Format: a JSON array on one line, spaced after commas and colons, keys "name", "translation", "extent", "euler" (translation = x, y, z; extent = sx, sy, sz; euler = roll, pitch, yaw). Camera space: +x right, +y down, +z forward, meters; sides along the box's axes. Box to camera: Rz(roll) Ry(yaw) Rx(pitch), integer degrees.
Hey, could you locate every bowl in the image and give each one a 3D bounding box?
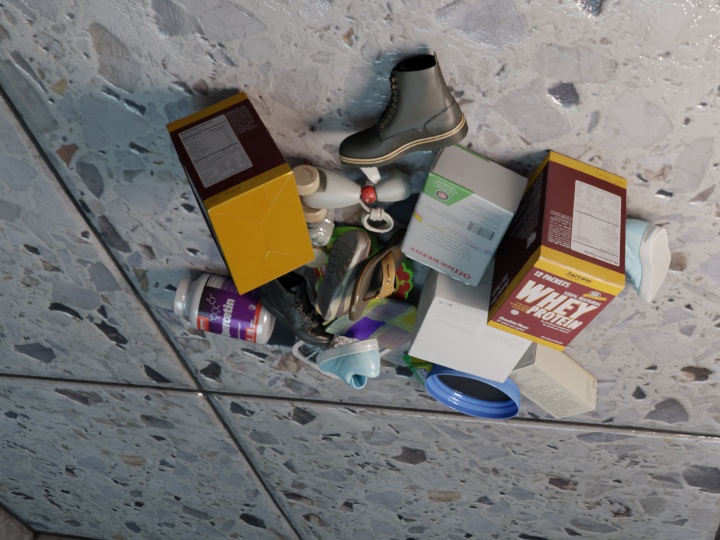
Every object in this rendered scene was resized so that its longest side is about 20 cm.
[{"name": "bowl", "translation": [0.227, 0.239, 1.710], "extent": [0.196, 0.040, 0.202], "euler": [16, 153, 8]}]

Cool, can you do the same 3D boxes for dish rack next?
[{"name": "dish rack", "translation": [-0.024, 0.134, 1.711], "extent": [0.198, 0.044, 0.171], "euler": [-33, 134, 25]}]

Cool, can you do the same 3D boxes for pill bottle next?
[{"name": "pill bottle", "translation": [-0.269, 0.073, 1.704], "extent": [0.196, 0.114, 0.113], "euler": [12, 145, 2]}]

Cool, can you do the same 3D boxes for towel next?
[{"name": "towel", "translation": [0.041, 0.099, 1.611], "extent": [0.198, 0.023, 0.143], "euler": [21, 136, -42]}]

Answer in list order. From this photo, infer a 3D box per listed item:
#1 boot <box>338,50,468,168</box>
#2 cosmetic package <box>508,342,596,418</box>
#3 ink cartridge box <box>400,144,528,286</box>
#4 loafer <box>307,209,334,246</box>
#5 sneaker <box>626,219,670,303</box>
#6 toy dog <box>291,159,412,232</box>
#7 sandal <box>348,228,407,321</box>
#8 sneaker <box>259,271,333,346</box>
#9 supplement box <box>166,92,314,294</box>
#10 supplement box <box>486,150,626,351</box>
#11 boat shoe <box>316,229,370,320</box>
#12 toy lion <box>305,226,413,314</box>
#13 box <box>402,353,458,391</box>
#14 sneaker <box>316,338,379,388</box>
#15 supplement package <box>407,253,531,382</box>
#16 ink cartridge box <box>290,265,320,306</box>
[{"name": "boot", "translation": [0.043, -0.234, 1.222], "extent": [0.196, 0.078, 0.139], "euler": [-15, 133, 16]}, {"name": "cosmetic package", "translation": [0.374, 0.214, 1.699], "extent": [0.199, 0.074, 0.103], "euler": [37, 140, -28]}, {"name": "ink cartridge box", "translation": [0.159, -0.085, 1.339], "extent": [0.143, 0.088, 0.202], "euler": [25, 143, 6]}, {"name": "loafer", "translation": [-0.121, -0.087, 1.478], "extent": [0.197, 0.071, 0.070], "euler": [9, 161, 38]}, {"name": "sneaker", "translation": [0.450, -0.023, 1.372], "extent": [0.081, 0.074, 0.201], "euler": [30, 160, 32]}, {"name": "toy dog", "translation": [-0.024, -0.144, 1.365], "extent": [0.196, 0.098, 0.133], "euler": [7, 144, -16]}, {"name": "sandal", "translation": [0.045, 0.008, 1.428], "extent": [0.054, 0.200, 0.083], "euler": [25, 141, 25]}, {"name": "sneaker", "translation": [-0.122, 0.056, 1.588], "extent": [0.198, 0.060, 0.105], "euler": [35, 138, 1]}, {"name": "supplement box", "translation": [-0.181, -0.118, 1.297], "extent": [0.131, 0.201, 0.199], "euler": [-24, 143, -10]}, {"name": "supplement box", "translation": [0.297, -0.026, 1.291], "extent": [0.130, 0.203, 0.198], "euler": [18, 145, -6]}, {"name": "boat shoe", "translation": [-0.017, 0.005, 1.467], "extent": [0.072, 0.075, 0.202], "euler": [-2, 141, -27]}, {"name": "toy lion", "translation": [0.000, 0.000, 1.541], "extent": [0.187, 0.070, 0.202], "euler": [-9, 134, 5]}, {"name": "box", "translation": [0.192, 0.208, 1.780], "extent": [0.197, 0.049, 0.118], "euler": [-10, 138, 32]}, {"name": "sneaker", "translation": [-0.027, 0.187, 1.616], "extent": [0.072, 0.084, 0.199], "euler": [-4, 168, -27]}, {"name": "supplement package", "translation": [0.204, 0.066, 1.494], "extent": [0.187, 0.149, 0.201], "euler": [16, 145, -2]}, {"name": "ink cartridge box", "translation": [-0.080, 0.054, 1.671], "extent": [0.170, 0.044, 0.202], "euler": [2, 143, 20]}]
